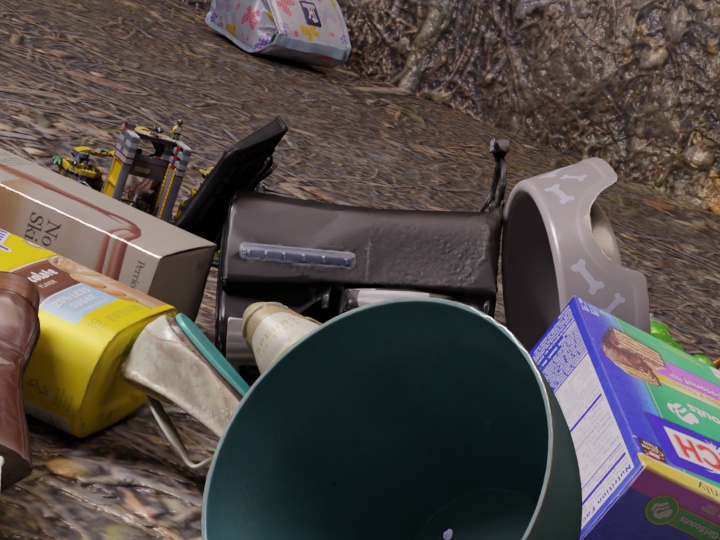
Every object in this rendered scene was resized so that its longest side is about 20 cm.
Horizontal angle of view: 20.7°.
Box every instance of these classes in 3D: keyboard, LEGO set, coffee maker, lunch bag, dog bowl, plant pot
[{"bbox_3d":[-0.110,-0.038,1.467,0.021,0.200,0.127,43,35,5],"label":"keyboard"},{"bbox_3d":[-0.169,-0.084,1.764,0.200,0.116,0.154,15,13,-22],"label":"LEGO set"},{"bbox_3d":[0.000,0.000,1.438,0.200,0.135,0.192,7,50,2],"label":"coffee maker"},{"bbox_3d":[-0.125,-0.408,3.233,0.169,0.127,0.200,6,25,-40],"label":"lunch bag"},{"bbox_3d":[0.148,0.021,1.399,0.059,0.201,0.200,-5,17,-10],"label":"dog bowl"},{"bbox_3d":[0.036,0.133,1.039,0.200,0.200,0.135,30,-9,41],"label":"plant pot"}]

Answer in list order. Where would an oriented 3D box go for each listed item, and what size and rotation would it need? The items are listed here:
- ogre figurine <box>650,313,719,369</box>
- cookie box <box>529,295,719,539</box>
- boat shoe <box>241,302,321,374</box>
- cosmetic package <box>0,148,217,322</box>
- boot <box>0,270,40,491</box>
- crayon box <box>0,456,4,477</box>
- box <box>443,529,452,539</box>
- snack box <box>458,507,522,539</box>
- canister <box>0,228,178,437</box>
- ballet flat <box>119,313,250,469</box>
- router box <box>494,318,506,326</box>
[{"bbox_3d":[0.218,0.106,1.532,0.098,0.120,0.200,22,13,12],"label":"ogre figurine"},{"bbox_3d":[0.196,0.122,1.198,0.171,0.075,0.200,27,22,-19],"label":"cookie box"},{"bbox_3d":[-0.015,0.080,1.256,0.063,0.073,0.201,47,2,33],"label":"boat shoe"},{"bbox_3d":[-0.216,-0.007,1.398,0.200,0.104,0.087,22,14,19],"label":"cosmetic package"},{"bbox_3d":[-0.270,0.069,1.093,0.186,0.064,0.200,-7,32,-1],"label":"boot"},{"bbox_3d":[-0.273,0.106,0.936,0.200,0.052,0.126,17,12,-13],"label":"crayon box"},{"bbox_3d":[0.086,0.165,1.205,0.200,0.064,0.070,26,14,31],"label":"box"},{"bbox_3d":[0.120,0.205,1.065,0.024,0.072,0.200,7,17,-46],"label":"snack box"},{"bbox_3d":[-0.233,0.026,1.271,0.200,0.087,0.149,24,13,11],"label":"canister"},{"bbox_3d":[-0.068,0.111,1.201,0.200,0.062,0.067,45,1,15],"label":"ballet flat"},{"bbox_3d":[0.076,0.078,1.568,0.150,0.062,0.200,22,12,11],"label":"router box"}]
